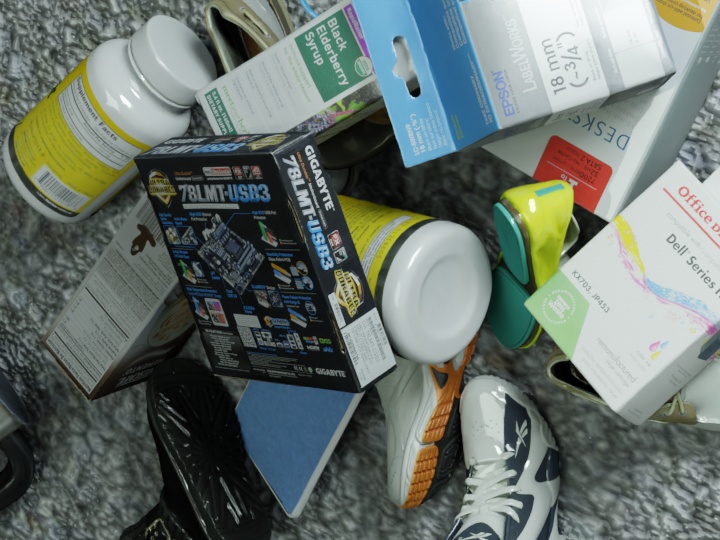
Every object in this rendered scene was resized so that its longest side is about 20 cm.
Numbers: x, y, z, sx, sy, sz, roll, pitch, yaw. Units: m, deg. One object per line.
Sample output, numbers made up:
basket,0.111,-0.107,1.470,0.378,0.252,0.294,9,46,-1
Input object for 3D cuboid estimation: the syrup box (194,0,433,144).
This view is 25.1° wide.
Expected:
syrup box,-0.023,-0.153,1.264,0.199,0.081,0.079,-27,89,31

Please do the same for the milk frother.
milk frother,-0.441,0.156,1.636,0.188,0.181,0.200,-35,45,-4

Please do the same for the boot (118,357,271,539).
boot,-0.174,0.206,1.512,0.158,0.079,0.212,-44,59,44

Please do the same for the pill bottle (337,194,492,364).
pill bottle,0.000,0.000,1.309,0.199,0.112,0.113,16,107,44

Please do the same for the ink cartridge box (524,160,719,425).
ink cartridge box,0.236,0.004,1.200,0.200,0.067,0.117,-44,61,8

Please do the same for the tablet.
tablet,-0.050,0.106,1.428,0.130,0.014,0.201,51,127,37

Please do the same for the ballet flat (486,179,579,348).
ballet flat,0.140,-0.005,1.274,0.067,0.067,0.200,53,163,28

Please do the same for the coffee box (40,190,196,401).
coffee box,-0.187,0.014,1.467,0.080,0.114,0.200,47,118,15

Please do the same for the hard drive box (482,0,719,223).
hard drive box,0.187,-0.162,1.241,0.155,0.077,0.201,32,113,23

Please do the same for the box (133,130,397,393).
box,-0.078,-0.008,1.259,0.199,0.050,0.200,2,116,51

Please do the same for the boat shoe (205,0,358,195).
boat shoe,-0.074,-0.148,1.387,0.075,0.068,0.201,-36,78,38

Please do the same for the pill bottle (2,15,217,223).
pill bottle,-0.224,-0.139,1.465,0.200,0.111,0.112,-36,80,29

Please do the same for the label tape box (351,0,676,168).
label tape box,0.106,-0.172,1.152,0.199,0.063,0.145,-18,88,-1

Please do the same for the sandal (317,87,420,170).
sandal,0.036,-0.149,1.315,0.199,0.055,0.082,-23,90,12

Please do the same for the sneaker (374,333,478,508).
sneaker,0.042,0.100,1.379,0.092,0.076,0.201,14,98,35

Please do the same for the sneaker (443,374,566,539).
sneaker,0.107,0.193,1.311,0.079,0.129,0.201,-5,98,28

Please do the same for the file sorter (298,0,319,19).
file sorter,0.013,-0.302,1.245,0.139,0.122,0.200,60,152,9

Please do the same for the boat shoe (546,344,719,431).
boat shoe,0.240,0.090,1.255,0.199,0.068,0.075,4,99,29
